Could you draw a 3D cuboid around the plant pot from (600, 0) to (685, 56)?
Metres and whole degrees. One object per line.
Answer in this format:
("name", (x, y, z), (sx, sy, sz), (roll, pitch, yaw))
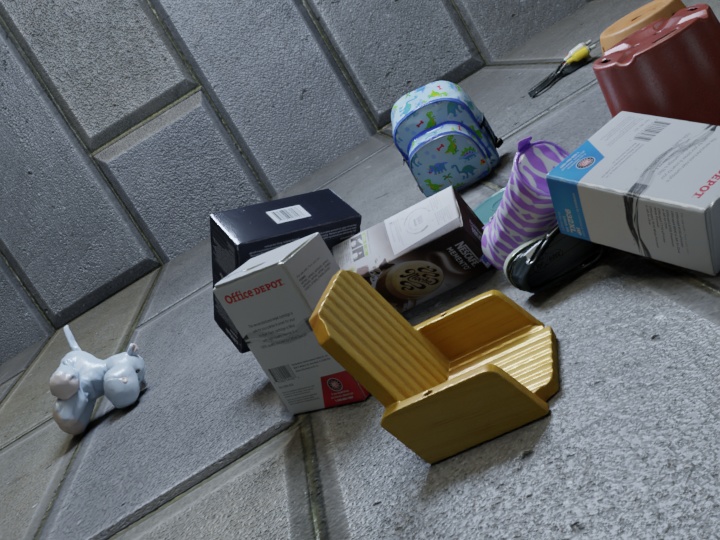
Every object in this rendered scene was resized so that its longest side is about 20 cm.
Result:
("plant pot", (0.497, -0.368, 1.636), (0.200, 0.140, 0.200), (-30, 12, 7))

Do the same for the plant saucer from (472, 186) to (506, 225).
("plant saucer", (0.240, -0.103, 1.532), (0.200, 0.027, 0.200), (-30, 14, 8))

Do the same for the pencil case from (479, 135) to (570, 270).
("pencil case", (0.206, -0.077, 1.208), (0.084, 0.086, 0.200), (-23, -23, -21))

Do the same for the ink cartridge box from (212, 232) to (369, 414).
("ink cartridge box", (-0.071, 0.069, 1.218), (0.144, 0.200, 0.084), (-18, 19, 43))

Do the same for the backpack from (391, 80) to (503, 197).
("backpack", (0.159, -0.252, 1.875), (0.182, 0.200, 0.147), (-25, 34, 20))

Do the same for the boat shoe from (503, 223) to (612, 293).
("boat shoe", (0.262, -0.037, 1.137), (0.199, 0.075, 0.066), (-29, 17, 5))

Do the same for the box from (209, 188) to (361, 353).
("box", (-0.110, -0.002, 1.422), (0.199, 0.183, 0.104), (-14, 34, -27))

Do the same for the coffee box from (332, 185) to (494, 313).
("coffee box", (0.075, -0.019, 1.359), (0.199, 0.113, 0.080), (-27, 47, 20))

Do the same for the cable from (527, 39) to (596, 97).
("cable", (0.479, -0.493, 2.358), (0.199, 0.050, 0.097), (-31, 15, -2))

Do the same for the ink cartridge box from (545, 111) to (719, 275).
("ink cartridge box", (0.324, -0.088, 1.027), (0.145, 0.084, 0.200), (-38, 35, -25))

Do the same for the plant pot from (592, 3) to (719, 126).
("plant pot", (0.389, -0.198, 1.165), (0.200, 0.196, 0.201), (-29, 14, 8))

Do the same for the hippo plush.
("hippo plush", (-0.484, 0.219, 1.827), (0.160, 0.160, 0.200), (-2, 29, -6))

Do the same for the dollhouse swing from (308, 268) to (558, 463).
("dollhouse swing", (0.078, 0.058, 0.980), (0.181, 0.176, 0.200), (-27, 13, 19))
